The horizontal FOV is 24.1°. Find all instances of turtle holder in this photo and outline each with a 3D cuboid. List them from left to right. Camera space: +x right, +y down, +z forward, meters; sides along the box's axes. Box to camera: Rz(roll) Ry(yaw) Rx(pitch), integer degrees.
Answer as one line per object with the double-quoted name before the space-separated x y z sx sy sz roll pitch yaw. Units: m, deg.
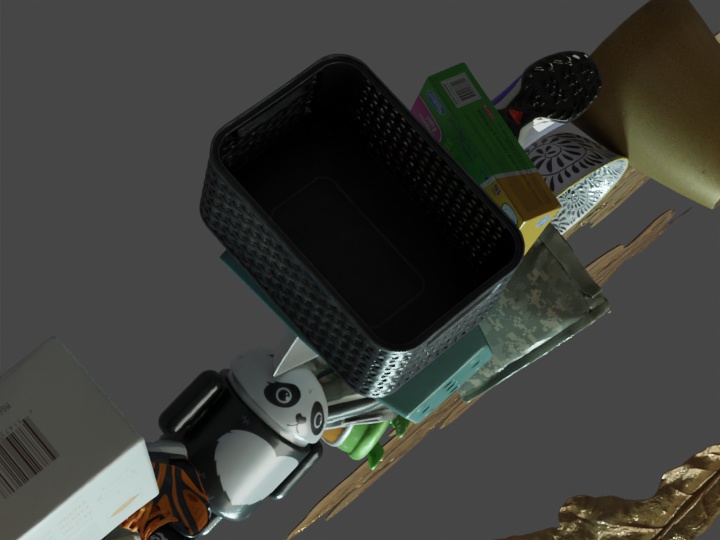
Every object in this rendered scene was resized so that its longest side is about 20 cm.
"turtle holder" 0.009 0.118 1.921 0.186 0.132 0.141 -57 180 -17

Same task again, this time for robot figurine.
"robot figurine" -0.122 0.171 1.692 0.200 0.125 0.150 -47 167 7

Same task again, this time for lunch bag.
"lunch bag" 0.134 0.007 1.600 0.118 0.164 0.200 -37 180 -39

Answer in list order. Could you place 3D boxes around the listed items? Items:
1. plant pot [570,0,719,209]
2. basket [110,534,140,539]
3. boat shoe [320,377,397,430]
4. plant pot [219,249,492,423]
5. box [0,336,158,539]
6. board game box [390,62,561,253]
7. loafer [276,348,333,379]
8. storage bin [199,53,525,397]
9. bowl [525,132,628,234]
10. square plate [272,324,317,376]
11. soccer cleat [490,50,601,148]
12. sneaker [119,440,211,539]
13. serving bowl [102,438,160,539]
"plant pot" 0.345 -0.169 1.825 0.186 0.200 0.186 -40 170 -9
"basket" -0.281 0.365 1.745 0.200 0.123 0.136 -22 162 4
"boat shoe" -0.055 0.156 1.819 0.200 0.057 0.067 -14 -151 12
"plant pot" 0.012 0.023 1.414 0.141 0.200 0.141 -43 169 0
"box" -0.248 0.159 1.279 0.152 0.106 0.200 -39 168 -15
"board game box" 0.084 -0.061 1.459 0.040 0.153 0.200 -24 161 -26
"loafer" -0.054 0.085 1.812 0.200 0.072 0.063 -36 -153 -22
"storage bin" -0.002 -0.031 1.160 0.135 0.200 0.094 -37 167 -22
"bowl" 0.183 -0.090 1.825 0.201 0.094 0.201 -35 167 -9
"square plate" 0.000 0.000 1.661 0.198 0.028 0.200 -24 148 -56
"soccer cleat" 0.148 -0.146 1.621 0.200 0.068 0.073 -38 -173 -24
"sneaker" -0.209 0.216 1.537 0.200 0.112 0.078 -2 140 -48
"serving bowl" -0.216 0.246 1.819 0.200 0.066 0.200 -39 168 -10
